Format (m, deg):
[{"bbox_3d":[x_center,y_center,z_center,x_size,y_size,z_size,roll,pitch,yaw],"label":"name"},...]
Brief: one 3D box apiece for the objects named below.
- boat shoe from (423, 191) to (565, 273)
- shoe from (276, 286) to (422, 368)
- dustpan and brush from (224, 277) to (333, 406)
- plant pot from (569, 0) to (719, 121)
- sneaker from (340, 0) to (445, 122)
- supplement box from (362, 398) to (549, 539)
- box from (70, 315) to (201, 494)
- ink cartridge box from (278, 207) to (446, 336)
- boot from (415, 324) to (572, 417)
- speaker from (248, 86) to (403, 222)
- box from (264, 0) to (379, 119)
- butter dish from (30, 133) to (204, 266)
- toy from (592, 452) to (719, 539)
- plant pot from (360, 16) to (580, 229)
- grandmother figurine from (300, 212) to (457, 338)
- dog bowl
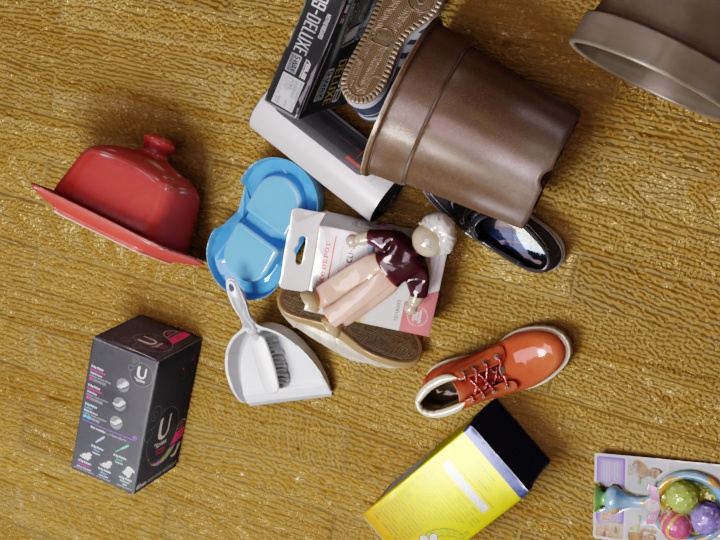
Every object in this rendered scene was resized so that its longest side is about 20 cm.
[{"bbox_3d":[0.153,-0.059,1.639,0.200,0.066,0.070,38,114,9],"label":"boat shoe"},{"bbox_3d":[-0.013,0.074,1.752,0.200,0.070,0.053,25,154,11],"label":"shoe"},{"bbox_3d":[-0.130,0.093,1.780,0.139,0.057,0.200,-9,108,24],"label":"dustpan and brush"},{"bbox_3d":[0.348,-0.276,1.454,0.200,0.200,0.174,27,96,14],"label":"plant pot"},{"bbox_3d":[0.046,-0.268,1.638,0.070,0.109,0.200,30,82,15],"label":"sneaker"},{"bbox_3d":[0.120,0.273,1.713,0.200,0.109,0.110,-43,85,25],"label":"supplement box"},{"bbox_3d":[-0.303,0.180,1.853,0.106,0.122,0.200,19,110,17],"label":"box"},{"bbox_3d":[0.000,0.000,1.688,0.200,0.068,0.117,11,108,2],"label":"ink cartridge box"},{"bbox_3d":[0.160,0.129,1.663,0.200,0.107,0.075,-24,92,24],"label":"boot"},{"bbox_3d":[-0.037,-0.148,1.687,0.200,0.081,0.081,39,114,10],"label":"speaker"},{"bbox_3d":[-0.027,-0.284,1.607,0.050,0.158,0.200,30,111,13],"label":"box"},{"bbox_3d":[-0.286,-0.106,1.762,0.200,0.199,0.148,25,88,14],"label":"butter dish"},{"bbox_3d":[0.377,0.289,1.646,0.200,0.047,0.115,5,106,21],"label":"toy"},{"bbox_3d":[0.132,-0.157,1.564,0.198,0.200,0.200,26,112,6],"label":"plant pot"},{"bbox_3d":[0.033,0.001,1.622,0.200,0.061,0.121,-37,110,17],"label":"grandmother figurine"},{"bbox_3d":[-0.118,-0.057,1.760,0.111,0.050,0.200,35,114,11],"label":"dog bowl"}]
